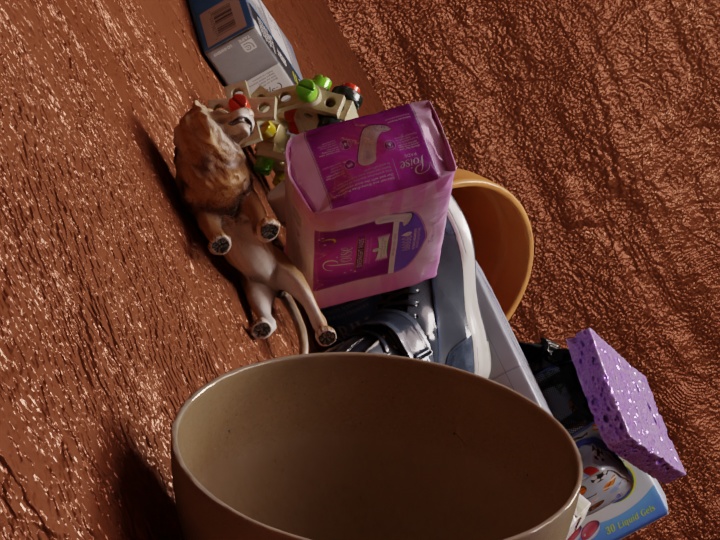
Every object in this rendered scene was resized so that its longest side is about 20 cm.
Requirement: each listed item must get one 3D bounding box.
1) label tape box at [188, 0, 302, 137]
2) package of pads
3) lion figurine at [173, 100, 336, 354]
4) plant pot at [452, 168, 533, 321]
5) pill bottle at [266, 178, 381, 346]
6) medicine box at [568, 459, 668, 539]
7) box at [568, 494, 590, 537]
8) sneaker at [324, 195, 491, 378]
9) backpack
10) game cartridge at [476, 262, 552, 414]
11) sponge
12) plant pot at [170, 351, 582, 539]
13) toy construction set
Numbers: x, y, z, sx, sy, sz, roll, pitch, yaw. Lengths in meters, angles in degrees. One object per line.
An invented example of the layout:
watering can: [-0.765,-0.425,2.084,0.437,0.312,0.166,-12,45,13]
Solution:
label tape box: [-0.099,-0.206,1.854,0.200,0.063,0.144,55,10,-40]
package of pads: [0.003,-0.044,1.366,0.200,0.120,0.076,95,-23,-67]
lion figurine: [-0.083,-0.022,1.321,0.123,0.072,0.201,-122,-168,-53]
plant pot: [0.051,-0.020,1.752,0.140,0.200,0.200,38,-13,50]
pill bottle: [0.000,0.000,1.583,0.200,0.112,0.112,59,8,-14]
medicine box: [0.220,0.218,2.001,0.201,0.182,0.103,61,7,1]
box: [0.121,0.170,1.630,0.200,0.039,0.042,39,-26,17]
sneaker: [0.027,0.021,1.484,0.077,0.146,0.203,-8,-82,52]
backpack: [0.164,0.181,1.738,0.200,0.190,0.155,38,30,-60]
game cartridge: [0.122,0.065,1.610,0.133,0.041,0.201,61,5,-59]
sponge: [0.253,0.132,1.695,0.200,0.030,0.112,35,32,-61]
plant pot: [0.002,0.144,0.885,0.200,0.199,0.135,-102,-163,-66]
toy construction set: [-0.061,-0.131,1.634,0.200,0.131,0.093,36,70,-72]
